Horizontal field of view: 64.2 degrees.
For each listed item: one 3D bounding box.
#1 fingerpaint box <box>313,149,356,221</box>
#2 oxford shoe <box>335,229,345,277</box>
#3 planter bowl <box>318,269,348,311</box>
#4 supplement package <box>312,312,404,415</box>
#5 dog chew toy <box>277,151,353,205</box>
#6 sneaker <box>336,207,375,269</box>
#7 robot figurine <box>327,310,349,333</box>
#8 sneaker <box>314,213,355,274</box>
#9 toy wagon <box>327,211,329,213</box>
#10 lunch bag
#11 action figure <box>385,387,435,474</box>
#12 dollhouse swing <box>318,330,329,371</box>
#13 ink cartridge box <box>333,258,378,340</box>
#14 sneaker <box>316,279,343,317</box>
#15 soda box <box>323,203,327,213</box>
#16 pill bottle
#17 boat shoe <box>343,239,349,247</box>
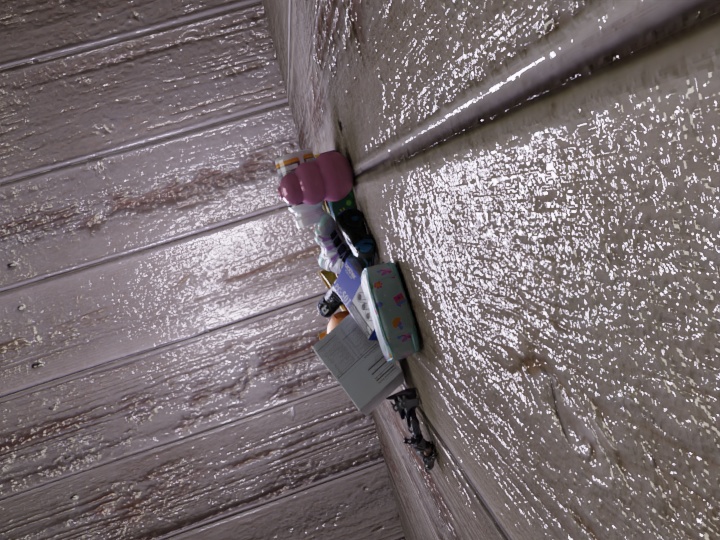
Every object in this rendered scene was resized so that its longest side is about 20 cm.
[{"bbox_3d":[-0.075,-0.246,1.651,0.200,0.071,0.172,-122,17,-69],"label":"fingerpaint box"},{"bbox_3d":[-0.059,-0.061,1.693,0.074,0.068,0.207,122,145,-65],"label":"oxford shoe"},{"bbox_3d":[-0.051,0.061,1.869,0.203,0.082,0.201,54,173,10],"label":"planter bowl"},{"bbox_3d":[-0.001,0.251,1.520,0.201,0.146,0.192,49,173,18],"label":"supplement package"},{"bbox_3d":[-0.118,-0.226,1.470,0.124,0.195,0.128,161,89,-78],"label":"dog chew toy"},{"bbox_3d":[-0.013,-0.083,1.482,0.203,0.071,0.083,-111,8,-45],"label":"sneaker"},{"bbox_3d":[-0.020,0.190,1.721,0.197,0.144,0.119,18,-142,-41],"label":"robot figurine"},{"bbox_3d":[-0.047,-0.058,1.542,0.137,0.078,0.203,26,149,21],"label":"sneaker"},{"bbox_3d":[-0.093,-0.152,1.933,0.157,0.038,0.205,95,177,-58],"label":"toy wagon"},{"bbox_3d":[0.060,0.085,1.206,0.161,0.075,0.206,94,160,-77],"label":"lunch bag"},{"bbox_3d":[0.131,0.391,1.389,0.130,0.067,0.205,121,130,-70],"label":"action figure"},{"bbox_3d":[-0.025,0.259,1.893,0.177,0.194,0.186,86,166,-61],"label":"dollhouse swing"},{"bbox_3d":[0.006,0.069,1.431,0.201,0.043,0.096,53,126,40],"label":"ink cartridge box"},{"bbox_3d":[-0.076,0.090,1.664,0.073,0.113,0.200,41,178,-1],"label":"sneaker"},{"bbox_3d":[-0.152,-0.249,1.813,0.201,0.065,0.066,74,-163,-64],"label":"soda box"},{"bbox_3d":[-0.165,-0.233,1.639,0.116,0.113,0.206,-140,34,-80],"label":"pill bottle"},{"bbox_3d":[0.000,0.000,1.634,0.072,0.060,0.206,-162,57,-83],"label":"boat shoe"}]
